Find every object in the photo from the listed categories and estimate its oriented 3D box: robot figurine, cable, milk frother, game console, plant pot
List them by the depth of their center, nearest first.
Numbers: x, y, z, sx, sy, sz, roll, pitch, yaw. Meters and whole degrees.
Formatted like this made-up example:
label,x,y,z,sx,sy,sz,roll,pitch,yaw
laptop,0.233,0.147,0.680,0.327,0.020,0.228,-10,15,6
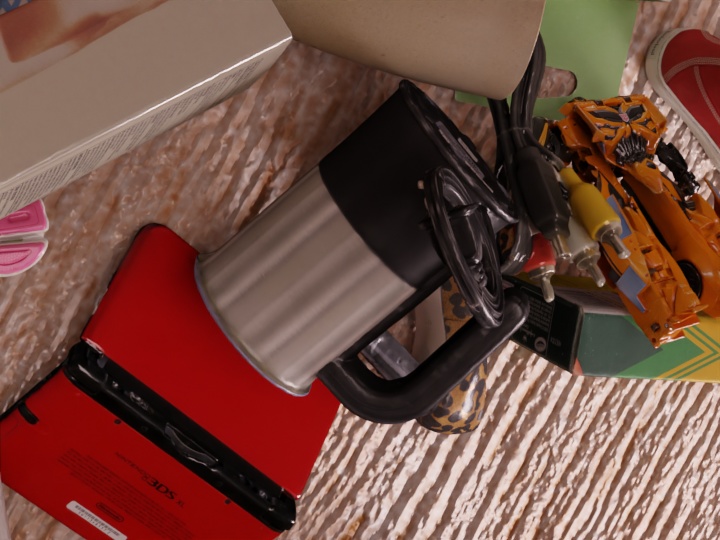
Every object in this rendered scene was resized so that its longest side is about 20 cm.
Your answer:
label,x,y,z,sx,sy,sz,roll,pitch,yaw
milk frother,0.000,0.000,0.894,0.188,0.200,0.181,-40,74,13
plant pot,0.002,-0.211,0.917,0.198,0.187,0.189,3,101,-9
cable,0.115,-0.075,0.992,0.050,0.097,0.201,15,53,-47
game console,-0.134,0.102,1.000,0.172,0.119,0.200,-38,117,23
robot figurine,0.202,-0.047,1.020,0.144,0.058,0.201,-11,64,-34

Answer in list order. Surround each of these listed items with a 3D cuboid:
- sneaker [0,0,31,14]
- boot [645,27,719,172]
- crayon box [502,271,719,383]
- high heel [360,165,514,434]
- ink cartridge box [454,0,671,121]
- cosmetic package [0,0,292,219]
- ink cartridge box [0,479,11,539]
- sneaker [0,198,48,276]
label,x,y,z,sx,sy,sz,roll,pitch,yaw
sneaker,-0.164,-0.187,0.893,0.072,0.072,0.201,33,89,-27
boot,0.320,-0.105,1.081,0.200,0.144,0.073,37,84,-27
crayon box,0.212,0.043,1.076,0.199,0.127,0.051,4,100,-23
high heel,0.090,0.019,1.060,0.200,0.071,0.143,-49,126,-9
ink cartridge box,0.156,-0.209,1.041,0.145,0.048,0.202,8,96,-25
cosmetic package,-0.152,-0.111,0.820,0.199,0.103,0.088,-31,90,-25
ink cartridge box,-0.320,0.201,0.913,0.199,0.050,0.162,-11,116,-19
sneaker,-0.255,-0.081,0.879,0.073,0.087,0.201,-29,89,-21
